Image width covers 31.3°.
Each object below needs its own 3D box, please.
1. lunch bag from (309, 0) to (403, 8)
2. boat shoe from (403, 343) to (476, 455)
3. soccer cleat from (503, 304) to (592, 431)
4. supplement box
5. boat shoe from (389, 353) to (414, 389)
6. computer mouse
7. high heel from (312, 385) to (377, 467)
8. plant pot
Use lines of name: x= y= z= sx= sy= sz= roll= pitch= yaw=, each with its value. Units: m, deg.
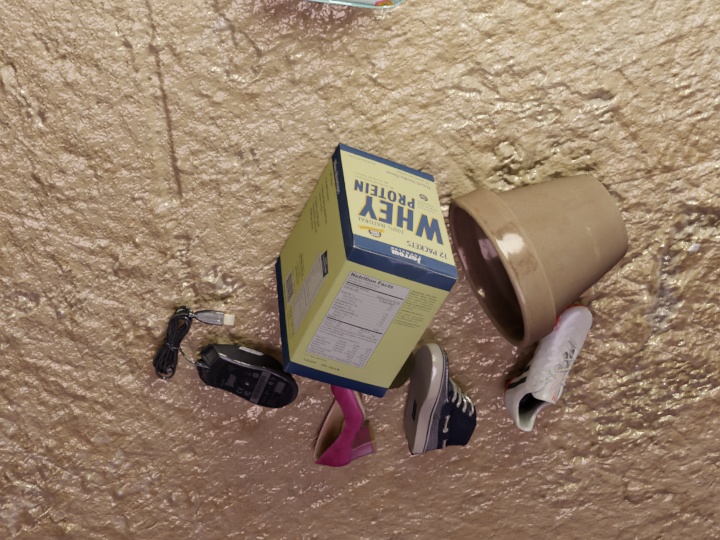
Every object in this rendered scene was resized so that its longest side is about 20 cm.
lunch bag: x=-0.014 y=-0.373 z=1.305 sx=0.158 sy=0.078 sz=0.202 roll=4 pitch=128 yaw=-9
boat shoe: x=0.119 y=0.173 z=1.782 sx=0.091 sy=0.075 sz=0.202 roll=-5 pitch=137 yaw=-14
soccer cleat: x=0.260 y=0.134 z=1.752 sx=0.068 sy=0.086 sz=0.201 roll=18 pitch=125 yaw=-21
supplement box: x=0.000 y=0.000 z=1.530 sx=0.133 sy=0.201 sz=0.201 roll=16 pitch=126 yaw=-21
boat shoe: x=-0.001 y=0.099 z=1.702 sx=0.200 sy=0.066 sz=0.072 roll=30 pitch=88 yaw=-49
computer mouse: x=-0.168 y=0.104 z=1.696 sx=0.197 sy=0.046 sz=0.142 roll=16 pitch=130 yaw=-5
high heel: x=-0.040 y=0.200 z=1.781 sx=0.095 sy=0.068 sz=0.201 roll=-15 pitch=139 yaw=1
plant pot: x=0.225 y=-0.033 z=1.563 sx=0.173 sy=0.201 sz=0.202 roll=-26 pitch=130 yaw=-8
